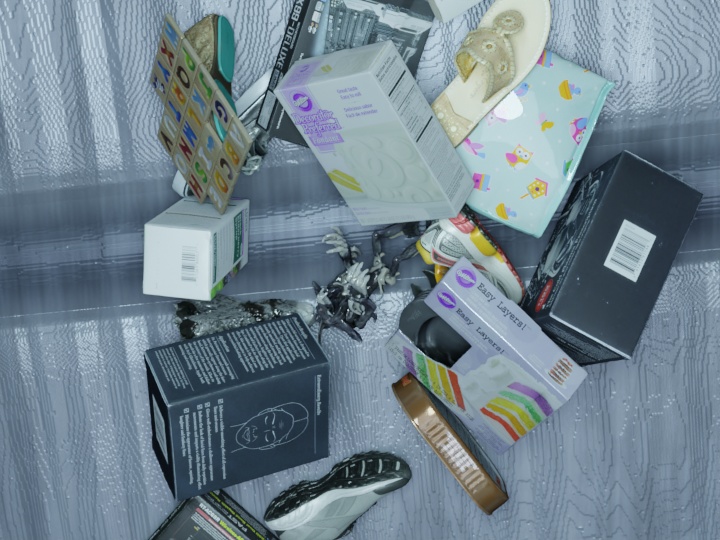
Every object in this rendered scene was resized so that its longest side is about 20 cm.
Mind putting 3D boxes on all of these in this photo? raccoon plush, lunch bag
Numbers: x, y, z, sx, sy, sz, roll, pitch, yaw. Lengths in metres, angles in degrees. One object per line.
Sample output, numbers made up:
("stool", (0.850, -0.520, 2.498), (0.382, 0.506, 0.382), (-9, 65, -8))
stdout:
("raccoon plush", (-0.156, 0.110, 1.569), (0.196, 0.097, 0.136), (4, 111, 2))
("lunch bag", (0.172, -0.156, 1.468), (0.168, 0.122, 0.202), (25, 97, -2))

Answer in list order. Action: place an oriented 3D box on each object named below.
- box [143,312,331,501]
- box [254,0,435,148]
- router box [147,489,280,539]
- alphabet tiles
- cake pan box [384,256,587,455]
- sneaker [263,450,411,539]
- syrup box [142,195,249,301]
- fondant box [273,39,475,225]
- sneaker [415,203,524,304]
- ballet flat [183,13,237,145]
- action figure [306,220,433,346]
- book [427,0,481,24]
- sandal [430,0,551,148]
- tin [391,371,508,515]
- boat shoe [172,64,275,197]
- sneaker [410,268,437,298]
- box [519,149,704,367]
("box", (-0.142, 0.158, 1.507), (0.197, 0.107, 0.150), (-13, 127, -20))
("box", (-0.016, -0.234, 1.462), (0.156, 0.050, 0.203), (14, 103, -29))
("router box", (-0.178, 0.385, 1.642), (0.200, 0.062, 0.150), (42, 103, -6))
("alphabet tiles", (-0.182, -0.158, 1.404), (0.007, 0.200, 0.168), (-28, 77, -27))
("cake pan box", (0.134, 0.097, 1.448), (0.200, 0.052, 0.184), (44, 145, 3))
("sneaker", (-0.021, 0.291, 1.613), (0.198, 0.074, 0.080), (-26, 109, 15))
("syrup box", (-0.185, -0.030, 1.477), (0.080, 0.200, 0.080), (5, 104, 7))
("fondant box", (0.016, -0.143, 1.395), (0.143, 0.059, 0.201), (-3, 131, 42))
("sneaker", (0.125, -0.008, 1.490), (0.082, 0.078, 0.200), (-37, 139, 9))
("ballet flat", (-0.176, -0.204, 1.464), (0.064, 0.202, 0.071), (-17, 141, 17))
("action figure", (0.000, 0.000, 1.510), (0.200, 0.119, 0.102), (-43, 137, 0))
("book", (0.146, -0.382, 1.421), (0.198, 0.048, 0.134), (-33, 122, -3))
("sandal", (0.130, -0.212, 1.370), (0.077, 0.070, 0.213), (38, 107, 7))
("tin", (0.111, 0.207, 1.558), (0.042, 0.112, 0.201), (-36, 99, 11))
("boat shoe", (-0.137, -0.150, 1.513), (0.199, 0.074, 0.068), (-45, 82, 3))
("sneaker", (0.122, 0.096, 1.557), (0.103, 0.060, 0.202), (20, 140, 36))
("box", (0.269, -0.007, 1.433), (0.103, 0.182, 0.202), (27, 80, -2))
